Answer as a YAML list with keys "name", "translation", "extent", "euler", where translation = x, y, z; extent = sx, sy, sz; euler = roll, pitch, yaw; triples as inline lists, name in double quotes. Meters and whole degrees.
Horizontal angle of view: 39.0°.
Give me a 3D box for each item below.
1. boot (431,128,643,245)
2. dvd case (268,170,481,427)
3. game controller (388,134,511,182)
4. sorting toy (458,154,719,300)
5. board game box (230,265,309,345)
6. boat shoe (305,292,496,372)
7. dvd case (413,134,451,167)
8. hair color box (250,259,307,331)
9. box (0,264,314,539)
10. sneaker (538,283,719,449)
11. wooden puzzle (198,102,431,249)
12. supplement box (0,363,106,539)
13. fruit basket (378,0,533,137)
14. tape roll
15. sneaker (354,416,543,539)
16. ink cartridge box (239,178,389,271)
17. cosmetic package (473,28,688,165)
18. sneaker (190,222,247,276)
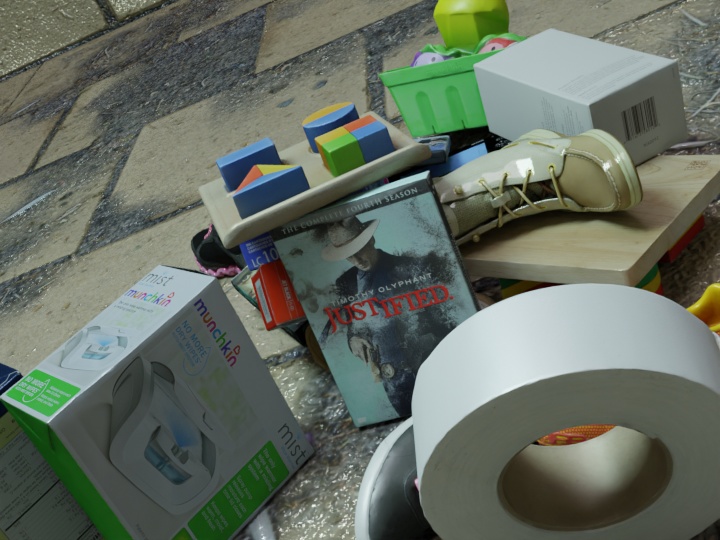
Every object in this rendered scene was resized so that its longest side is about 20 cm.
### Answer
- name: "boot"
  translation: [0.133, -0.065, 0.870]
  extent: [0.154, 0.072, 0.200]
  euler: [-23, 18, -12]
- name: "dvd case"
  translation: [0.025, 0.030, 0.849]
  extent: [0.145, 0.201, 0.022]
  euler: [-16, 19, 18]
- name: "game controller"
  translation: [0.100, -0.115, 1.198]
  extent: [0.199, 0.042, 0.104]
  euler: [-21, 28, 10]
- name: "sorting toy"
  translation: [0.205, -0.028, 0.914]
  extent: [0.199, 0.070, 0.199]
  euler: [6, 35, 45]
- name: "board game box"
  translation: [-0.032, -0.020, 1.116]
  extent: [0.200, 0.028, 0.135]
  euler: [-42, 43, -15]
- name: "boat shoe"
  translation: [0.040, 0.057, 0.940]
  extent: [0.199, 0.074, 0.069]
  euler: [-5, 20, 37]
- name: "dvd case"
  translation: [0.035, -0.138, 1.213]
  extent: [0.142, 0.018, 0.200]
  euler: [-6, 12, 8]
- name: "hair color box"
  translation: [0.000, 0.000, 0.983]
  extent: [0.199, 0.062, 0.101]
  euler: [-16, -3, -13]
- name: "box"
  translation: [-0.161, 0.129, 0.843]
  extent: [0.096, 0.201, 0.176]
  euler: [10, 44, 48]
- name: "sneaker"
  translation: [0.200, 0.067, 0.737]
  extent: [0.199, 0.077, 0.073]
  euler: [-26, 23, -23]
- name: "wooden puzzle"
  translation: [-0.052, -0.095, 0.890]
  extent: [0.185, 0.046, 0.200]
  euler: [-25, 20, -7]
- name: "supplement box"
  translation: [-0.335, 0.188, 0.889]
  extent: [0.199, 0.200, 0.134]
  euler: [9, 44, 48]
- name: "fruit basket"
  translation: [0.136, -0.284, 1.274]
  extent: [0.215, 0.217, 0.155]
  euler: [-4, 15, 36]
- name: "tape roll"
  translation: [0.133, 0.103, 0.626]
  extent: [0.202, 0.203, 0.071]
  euler: [-19, 39, 14]
- name: "sneaker"
  translation: [0.081, 0.140, 0.752]
  extent: [0.099, 0.071, 0.200]
  euler: [-2, 32, 47]
- name: "ink cartridge box"
  translation: [-0.048, -0.064, 1.019]
  extent: [0.136, 0.077, 0.200]
  euler: [-19, 6, 12]
- name: "cosmetic package"
  translation: [0.211, -0.169, 0.998]
  extent: [0.107, 0.085, 0.200]
  euler: [-27, 29, -13]
- name: "sneaker"
  translation: [-0.156, -0.040, 1.235]
  extent: [0.079, 0.096, 0.200]
  euler: [-42, 30, -23]
